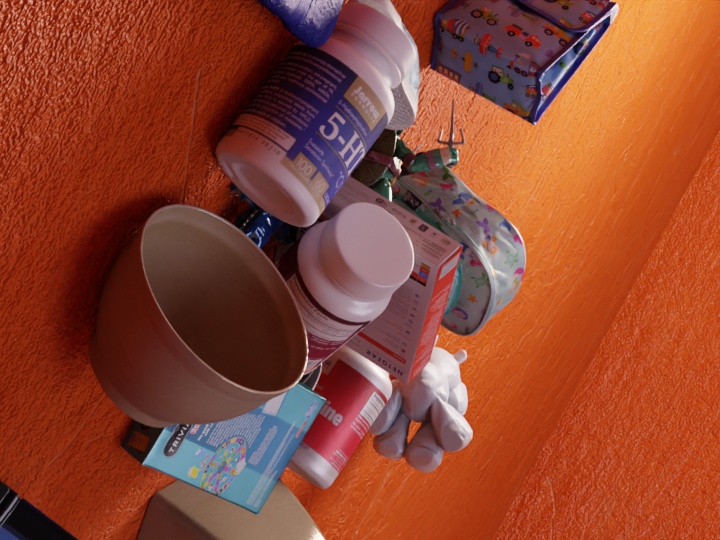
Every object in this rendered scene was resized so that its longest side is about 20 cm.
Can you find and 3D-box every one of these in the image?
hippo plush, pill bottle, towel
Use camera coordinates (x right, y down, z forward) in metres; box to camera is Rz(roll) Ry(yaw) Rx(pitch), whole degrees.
[{"bbox_3d":[0.082,0.182,2.340,0.161,0.157,0.202,-56,128,-70],"label":"hippo plush"},{"bbox_3d":[-0.037,0.019,1.644,0.114,0.115,0.200,-39,178,-45],"label":"pill bottle"},{"bbox_3d":[-0.037,-0.154,1.526,0.201,0.119,0.120,-54,160,-15],"label":"pill bottle"},{"bbox_3d":[-0.054,-0.294,1.403,0.149,0.049,0.200,-67,160,-1],"label":"towel"},{"bbox_3d":[-0.032,0.164,2.010,0.201,0.112,0.112,-55,160,-13],"label":"pill bottle"}]

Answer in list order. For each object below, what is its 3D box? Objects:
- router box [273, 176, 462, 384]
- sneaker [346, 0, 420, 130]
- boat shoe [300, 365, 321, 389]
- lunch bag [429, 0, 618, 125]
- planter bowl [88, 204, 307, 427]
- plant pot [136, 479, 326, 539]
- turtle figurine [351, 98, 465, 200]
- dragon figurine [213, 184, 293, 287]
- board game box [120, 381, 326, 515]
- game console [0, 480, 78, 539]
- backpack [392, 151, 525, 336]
[{"bbox_3d":[0.000,0.000,1.723,0.049,0.199,0.181,-40,155,-42],"label":"router box"},{"bbox_3d":[0.021,-0.237,1.658,0.201,0.073,0.083,76,18,-57],"label":"sneaker"},{"bbox_3d":[-0.113,0.134,1.833,0.199,0.074,0.061,-33,154,-36],"label":"boat shoe"},{"bbox_3d":[0.199,-0.291,1.867,0.200,0.150,0.095,-48,158,-30],"label":"lunch bag"},{"bbox_3d":[-0.165,0.059,1.454,0.134,0.201,0.200,-37,172,28],"label":"planter bowl"},{"bbox_3d":[-0.152,0.360,1.896,0.199,0.176,0.202,-26,142,-58],"label":"plant pot"},{"bbox_3d":[0.029,-0.111,1.796,0.149,0.100,0.202,-4,-117,60],"label":"turtle figurine"},{"bbox_3d":[-0.098,-0.062,1.597,0.200,0.058,0.100,-36,150,-50],"label":"dragon figurine"},{"bbox_3d":[-0.145,0.164,1.720,0.199,0.047,0.152,34,86,-47],"label":"board game box"},{"bbox_3d":[-0.347,0.292,1.402,0.201,0.118,0.171,-55,161,-14],"label":"game console"},{"bbox_3d":[0.095,-0.019,1.913,0.150,0.199,0.179,-43,161,-38],"label":"backpack"}]
